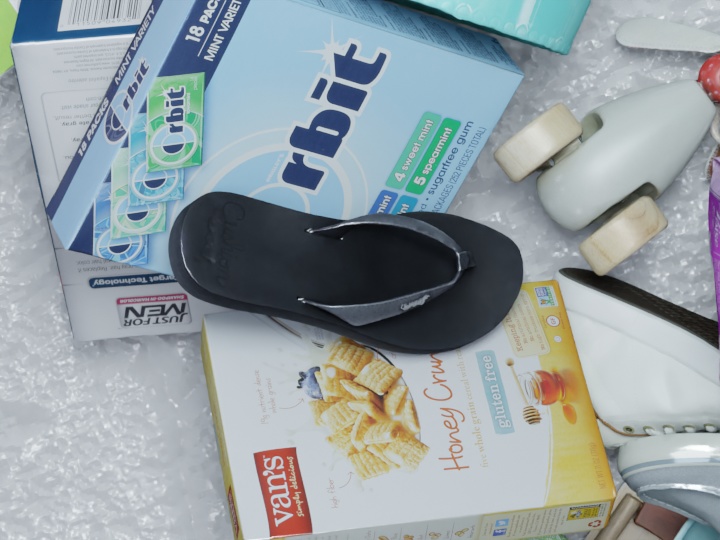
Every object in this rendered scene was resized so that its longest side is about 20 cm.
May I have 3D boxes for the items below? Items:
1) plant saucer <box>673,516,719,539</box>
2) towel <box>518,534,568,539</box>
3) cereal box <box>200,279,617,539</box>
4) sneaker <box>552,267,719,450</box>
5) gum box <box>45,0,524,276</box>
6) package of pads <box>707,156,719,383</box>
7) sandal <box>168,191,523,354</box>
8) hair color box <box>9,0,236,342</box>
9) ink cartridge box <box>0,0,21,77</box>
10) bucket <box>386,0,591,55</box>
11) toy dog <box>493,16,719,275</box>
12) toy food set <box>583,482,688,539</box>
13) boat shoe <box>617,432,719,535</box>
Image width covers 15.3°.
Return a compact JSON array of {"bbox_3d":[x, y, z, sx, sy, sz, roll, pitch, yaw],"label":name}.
[{"bbox_3d":[0.250,0.202,1.448,0.200,0.036,0.200,2,75,-8],"label":"plant saucer"},{"bbox_3d":[0.079,0.208,1.456,0.200,0.031,0.149,55,131,22],"label":"towel"},{"bbox_3d":[0.023,0.080,1.419,0.200,0.040,0.144,-6,56,-11],"label":"cereal box"},{"bbox_3d":[0.182,0.071,1.468,0.200,0.073,0.085,26,104,35],"label":"sneaker"},{"bbox_3d":[-0.039,-0.068,1.405,0.200,0.045,0.170,16,116,-32],"label":"gum box"},{"bbox_3d":[0.279,0.000,1.371,0.200,0.076,0.121,-2,99,-1],"label":"package of pads"},{"bbox_3d":[0.000,0.001,1.389,0.200,0.043,0.076,4,74,-27],"label":"sandal"},{"bbox_3d":[-0.122,-0.059,1.460,0.100,0.061,0.200,-4,126,4],"label":"hair color box"},{"bbox_3d":[-0.163,-0.216,1.495,0.200,0.076,0.148,-34,91,6],"label":"ink cartridge box"},{"bbox_3d":[0.047,-0.204,1.421,0.207,0.207,0.135,19,95,3],"label":"bucket"},{"bbox_3d":[0.167,-0.077,1.485,0.200,0.096,0.132,-17,89,-10],"label":"toy dog"},{"bbox_3d":[0.170,0.216,1.502,0.143,0.060,0.200,35,95,1],"label":"toy food set"},{"bbox_3d":[0.231,0.134,1.408,0.201,0.070,0.072,12,70,-8],"label":"boat shoe"}]
